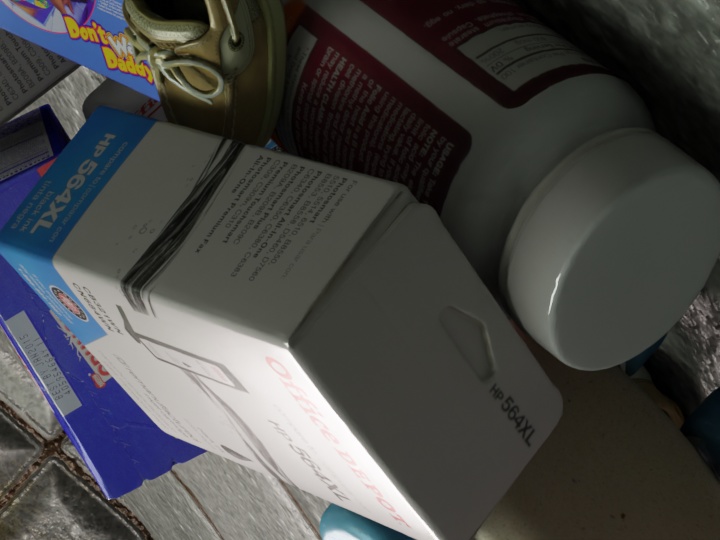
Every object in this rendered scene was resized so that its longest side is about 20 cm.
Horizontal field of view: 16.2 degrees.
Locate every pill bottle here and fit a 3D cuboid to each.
[{"bbox_3d":[0.052,-0.052,1.057,0.200,0.114,0.114,42,162,37],"label":"pill bottle"}]

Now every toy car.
[{"bbox_3d":[0.077,0.124,1.172,0.177,0.184,0.200,43,155,4],"label":"toy car"}]

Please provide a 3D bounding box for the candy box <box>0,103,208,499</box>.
[{"bbox_3d":[-0.149,0.011,1.316,0.169,0.077,0.200,62,178,-14],"label":"candy box"}]

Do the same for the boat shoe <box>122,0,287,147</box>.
[{"bbox_3d":[-0.077,-0.127,1.025,0.073,0.063,0.201,27,137,33],"label":"boat shoe"}]

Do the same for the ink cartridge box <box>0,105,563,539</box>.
[{"bbox_3d":[-0.035,0.022,1.046,0.200,0.084,0.146,18,153,47],"label":"ink cartridge box"}]

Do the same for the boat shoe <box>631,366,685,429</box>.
[{"bbox_3d":[0.140,0.119,1.274,0.066,0.074,0.200,44,165,46],"label":"boat shoe"}]

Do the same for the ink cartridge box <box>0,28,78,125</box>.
[{"bbox_3d":[-0.180,-0.146,1.342,0.084,0.200,0.146,55,165,-14],"label":"ink cartridge box"}]

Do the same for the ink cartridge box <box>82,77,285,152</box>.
[{"bbox_3d":[-0.063,-0.051,1.246,0.067,0.116,0.200,41,-166,-34],"label":"ink cartridge box"}]

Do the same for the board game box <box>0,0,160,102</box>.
[{"bbox_3d":[-0.112,-0.154,1.145,0.200,0.045,0.135,27,139,35],"label":"board game box"}]
